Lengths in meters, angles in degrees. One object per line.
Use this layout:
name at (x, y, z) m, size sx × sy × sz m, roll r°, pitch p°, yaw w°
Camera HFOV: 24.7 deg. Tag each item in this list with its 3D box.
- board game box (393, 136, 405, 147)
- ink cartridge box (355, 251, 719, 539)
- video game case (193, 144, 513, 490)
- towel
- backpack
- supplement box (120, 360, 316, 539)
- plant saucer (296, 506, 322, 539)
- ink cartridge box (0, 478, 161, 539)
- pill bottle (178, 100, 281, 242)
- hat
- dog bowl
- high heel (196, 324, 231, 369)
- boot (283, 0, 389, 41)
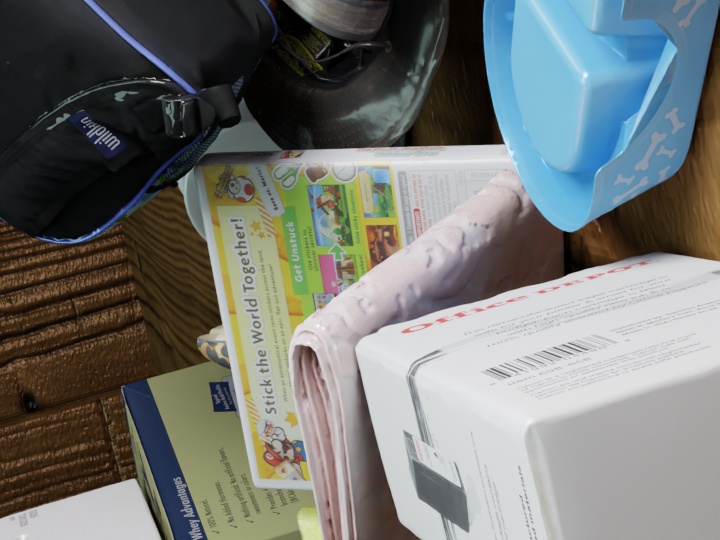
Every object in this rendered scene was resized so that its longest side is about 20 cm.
board game box at (-0.017, -0.193, 1.030) m, size 0.152 × 0.036 × 0.201 m, roll 92°, pitch 158°, yaw -50°
ink cartridge box at (0.096, 0.056, 0.591) m, size 0.200 × 0.143 × 0.085 m, roll -160°, pitch 55°, yaw -74°
video game case at (0.013, 0.031, 0.880) m, size 0.023 × 0.180 × 0.202 m, roll -58°, pitch -36°, yaw -59°
towel at (0.040, 0.068, 0.764) m, size 0.032 × 0.200 × 0.193 m, roll 12°, pitch 121°, yaw 31°
backpack at (-0.149, -0.120, 0.851) m, size 0.183 × 0.147 × 0.200 m, roll 41°, pitch 139°, yaw -8°
supplement box at (-0.050, 0.165, 1.192) m, size 0.200 × 0.198 × 0.135 m, roll -122°, pitch 21°, yaw -51°
plant saucer at (0.060, 0.227, 0.971) m, size 0.199 × 0.048 × 0.201 m, roll 16°, pitch -129°, yaw -59°
ink cartridge box at (-0.189, 0.276, 1.141) m, size 0.147 × 0.143 × 0.202 m, roll -143°, pitch 39°, yaw -69°
pill bottle at (-0.070, -0.096, 1.096) m, size 0.201 × 0.113 × 0.115 m, roll -99°, pitch 2°, yaw -61°
hat at (0.000, -0.159, 0.867) m, size 0.200 × 0.080 × 0.203 m, roll 21°, pitch 120°, yaw 42°
dog bowl at (0.093, -0.107, 0.636) m, size 0.201 × 0.049 × 0.112 m, roll 91°, pitch 159°, yaw -48°
high heel at (0.001, 0.093, 0.961) m, size 0.071 × 0.198 × 0.144 m, roll -46°, pitch -47°, yaw -63°
boot at (-0.012, -0.225, 0.756) m, size 0.200 × 0.069 × 0.175 m, roll 45°, pitch 126°, yaw 22°
